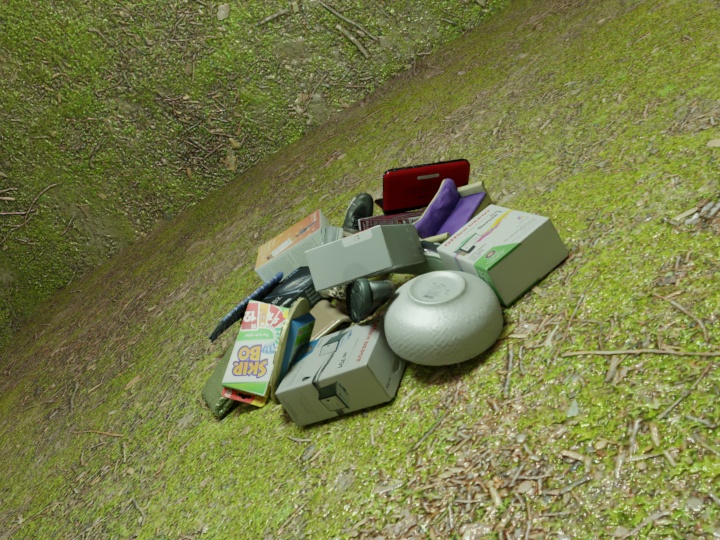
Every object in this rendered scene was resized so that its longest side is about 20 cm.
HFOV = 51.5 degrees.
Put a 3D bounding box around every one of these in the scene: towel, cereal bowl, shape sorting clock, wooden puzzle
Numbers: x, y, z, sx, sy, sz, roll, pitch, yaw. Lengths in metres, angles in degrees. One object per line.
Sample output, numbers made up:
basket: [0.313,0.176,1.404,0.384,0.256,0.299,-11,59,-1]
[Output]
towel: [-0.260,0.205,1.574,0.201,0.036,0.148,-56,23,-6]
cereal bowl: [0.131,0.060,1.215,0.197,0.084,0.201,-9,31,5]
shape sorting clock: [-0.131,0.149,1.388,0.039,0.202,0.201,17,39,9]
towel: [-0.267,0.087,1.760,0.200,0.024,0.145,-42,-2,-35]
wooden puzzle: [-0.127,0.140,1.590,0.199,0.038,0.185,-34,20,-11]

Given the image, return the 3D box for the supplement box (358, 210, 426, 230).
supplement box: [0.092,-0.095,1.663,0.108,0.062,0.199,-14,9,-30]

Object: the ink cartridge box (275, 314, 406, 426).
ink cartridge box: [-0.028,0.173,1.294,0.198,0.086,0.147,-24,22,30]

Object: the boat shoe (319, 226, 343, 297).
boat shoe: [-0.080,-0.021,1.641,0.070,0.071,0.202,10,45,1]

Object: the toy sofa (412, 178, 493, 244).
toy sofa: [0.193,-0.112,1.550,0.082,0.098,0.201,-12,30,43]

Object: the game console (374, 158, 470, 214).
game console: [0.136,-0.201,1.708,0.197,0.174,0.120,-9,46,-8]

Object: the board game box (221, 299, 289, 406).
board game box: [-0.207,0.164,1.493,0.094,0.030,0.203,11,72,13]

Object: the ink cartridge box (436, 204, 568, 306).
ink cartridge box: [0.245,-0.033,1.323,0.144,0.084,0.200,-38,21,-9]

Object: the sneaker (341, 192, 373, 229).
sneaker: [-0.017,-0.083,1.751,0.091,0.066,0.202,-103,36,-68]

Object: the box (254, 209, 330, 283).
box: [-0.157,-0.041,1.908,0.199,0.107,0.153,-32,21,9]

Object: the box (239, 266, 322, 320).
box: [-0.160,0.064,1.703,0.200,0.044,0.159,-40,20,-27]

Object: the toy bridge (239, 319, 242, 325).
toy bridge: [-0.205,0.103,1.784,0.198,0.027,0.067,-13,29,43]

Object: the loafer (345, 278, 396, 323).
loafer: [0.016,0.051,1.300,0.062,0.073,0.200,-9,-6,-10]

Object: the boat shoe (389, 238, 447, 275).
boat shoe: [0.095,-0.032,1.492,0.198,0.077,0.060,19,34,18]

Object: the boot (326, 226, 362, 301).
boot: [0.000,0.000,1.594,0.072,0.200,0.153,16,85,25]

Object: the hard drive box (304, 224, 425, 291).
hard drive box: [0.014,-0.026,1.376,0.154,0.078,0.200,-18,-2,21]
